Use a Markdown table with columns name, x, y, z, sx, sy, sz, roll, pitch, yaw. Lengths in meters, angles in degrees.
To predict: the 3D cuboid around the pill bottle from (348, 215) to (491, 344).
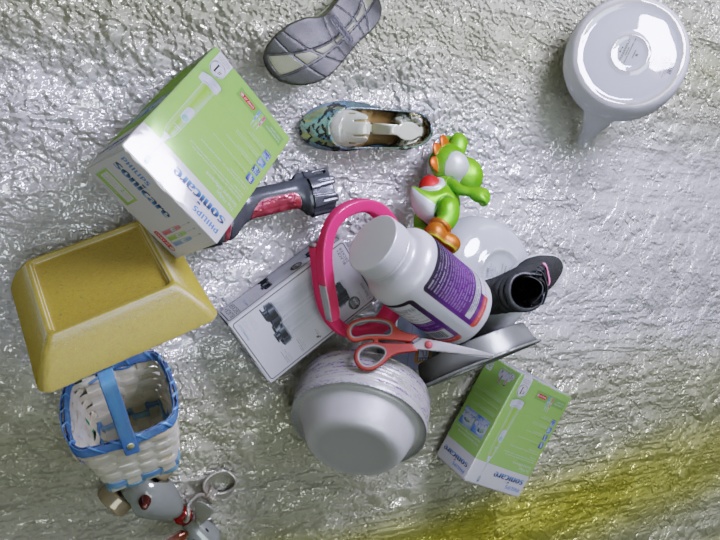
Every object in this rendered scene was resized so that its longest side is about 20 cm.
| name | x | y | z | sx | sy | sz | roll | pitch | yaw |
| --- | --- | --- | --- | --- | --- | --- | --- | --- | --- |
| pill bottle | 0.080 | 0.012 | 0.916 | 0.200 | 0.111 | 0.112 | 36 | 86 | -36 |

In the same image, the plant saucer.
| name | x | y | z | sx | sy | sz | roll | pitch | yaw |
| --- | --- | --- | --- | --- | --- | --- | --- | --- | --- |
| plant saucer | -0.293 | 0.019 | 0.775 | 0.199 | 0.200 | 0.049 | -24 | 136 | -20 |

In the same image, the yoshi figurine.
| name | x | y | z | sx | sy | sz | roll | pitch | yaw |
| --- | --- | --- | --- | --- | --- | --- | --- | --- | --- |
| yoshi figurine | 0.137 | -0.107 | 1.007 | 0.112 | 0.112 | 0.201 | 13 | 65 | 11 |

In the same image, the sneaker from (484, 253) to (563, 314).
| name | x | y | z | sx | sy | sz | roll | pitch | yaw |
| --- | --- | --- | --- | --- | --- | --- | --- | --- | --- |
| sneaker | 0.259 | 0.021 | 1.013 | 0.199 | 0.099 | 0.071 | -20 | 96 | -31 |

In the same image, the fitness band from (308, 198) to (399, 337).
| name | x | y | z | sx | sy | sz | roll | pitch | yaw |
| --- | --- | --- | --- | --- | --- | --- | --- | --- | --- |
| fitness band | 0.000 | 0.000 | 0.947 | 0.143 | 0.037 | 0.201 | -17 | 108 | -34 |

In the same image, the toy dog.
| name | x | y | z | sx | sy | sz | roll | pitch | yaw |
| --- | --- | --- | --- | --- | --- | --- | --- | --- | --- |
| toy dog | -0.260 | 0.335 | 0.936 | 0.199 | 0.096 | 0.132 | 29 | 90 | -30 |

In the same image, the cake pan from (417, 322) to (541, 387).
| name | x | y | z | sx | sy | sz | roll | pitch | yaw |
| --- | --- | --- | --- | --- | --- | --- | --- | --- | --- |
| cake pan | 0.173 | 0.128 | 1.023 | 0.199 | 0.200 | 0.037 | -16 | 76 | -22 |

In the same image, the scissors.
| name | x | y | z | sx | sy | sz | roll | pitch | yaw |
| --- | --- | --- | --- | --- | --- | --- | --- | --- | --- |
| scissors | 0.080 | 0.093 | 0.921 | 0.199 | 0.014 | 0.074 | -5 | 72 | -3 |

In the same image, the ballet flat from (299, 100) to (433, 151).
| name | x | y | z | sx | sy | sz | roll | pitch | yaw |
| --- | --- | --- | --- | --- | --- | --- | --- | --- | --- |
| ballet flat | 0.015 | -0.202 | 0.951 | 0.199 | 0.074 | 0.075 | -8 | 107 | -25 |

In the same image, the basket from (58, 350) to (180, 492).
| name | x | y | z | sx | sy | sz | roll | pitch | yaw |
| --- | --- | --- | --- | --- | --- | --- | --- | --- | --- |
| basket | -0.295 | 0.155 | 0.826 | 0.138 | 0.176 | 0.201 | -13 | 120 | -19 |

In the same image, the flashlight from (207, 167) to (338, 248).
| name | x | y | z | sx | sy | sz | roll | pitch | yaw |
| --- | --- | --- | --- | --- | --- | --- | --- | --- | --- |
| flashlight | -0.126 | -0.082 | 0.913 | 0.199 | 0.068 | 0.068 | -14 | 135 | -24 |

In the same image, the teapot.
| name | x | y | z | sx | sy | sz | roll | pitch | yaw |
| --- | --- | --- | --- | --- | --- | --- | --- | --- | --- |
| teapot | 0.415 | -0.330 | 1.081 | 0.199 | 0.146 | 0.198 | -23 | 87 | 10 |

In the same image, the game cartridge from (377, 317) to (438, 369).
| name | x | y | z | sx | sy | sz | roll | pitch | yaw |
| --- | --- | --- | --- | --- | --- | --- | --- | --- | --- |
| game cartridge | 0.125 | 0.093 | 1.104 | 0.199 | 0.042 | 0.134 | 1 | 107 | -27 |

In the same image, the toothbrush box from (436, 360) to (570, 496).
| name | x | y | z | sx | sy | sz | roll | pitch | yaw |
| --- | --- | --- | --- | --- | --- | --- | --- | --- | --- |
| toothbrush box | 0.248 | 0.269 | 1.170 | 0.145 | 0.086 | 0.201 | 26 | 91 | -34 |

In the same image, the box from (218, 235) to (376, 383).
| name | x | y | z | sx | sy | sz | roll | pitch | yaw |
| --- | --- | --- | --- | --- | --- | --- | --- | --- | --- |
| box | -0.089 | 0.050 | 0.969 | 0.200 | 0.060 | 0.117 | -39 | 117 | -13 |

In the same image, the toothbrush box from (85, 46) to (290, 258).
| name | x | y | z | sx | sy | sz | roll | pitch | yaw |
| --- | --- | --- | --- | --- | --- | --- | --- | --- | --- |
| toothbrush box | -0.193 | -0.140 | 0.799 | 0.146 | 0.086 | 0.201 | 49 | 46 | -27 |

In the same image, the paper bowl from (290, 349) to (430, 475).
| name | x | y | z | sx | sy | sz | roll | pitch | yaw |
| --- | --- | --- | --- | --- | --- | --- | --- | --- | --- |
| paper bowl | -0.002 | 0.216 | 0.972 | 0.199 | 0.105 | 0.201 | 6 | 133 | 6 |

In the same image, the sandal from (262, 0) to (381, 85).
| name | x | y | z | sx | sy | sz | roll | pitch | yaw |
| --- | --- | --- | --- | --- | --- | --- | --- | --- | --- |
| sandal | -0.049 | -0.308 | 0.902 | 0.201 | 0.057 | 0.080 | -44 | 113 | -27 |

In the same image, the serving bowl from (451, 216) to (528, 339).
| name | x | y | z | sx | sy | sz | roll | pitch | yaw |
| --- | --- | --- | --- | --- | --- | --- | --- | --- | --- |
| serving bowl | 0.202 | 0.011 | 1.075 | 0.199 | 0.066 | 0.201 | 1 | 87 | -30 |
